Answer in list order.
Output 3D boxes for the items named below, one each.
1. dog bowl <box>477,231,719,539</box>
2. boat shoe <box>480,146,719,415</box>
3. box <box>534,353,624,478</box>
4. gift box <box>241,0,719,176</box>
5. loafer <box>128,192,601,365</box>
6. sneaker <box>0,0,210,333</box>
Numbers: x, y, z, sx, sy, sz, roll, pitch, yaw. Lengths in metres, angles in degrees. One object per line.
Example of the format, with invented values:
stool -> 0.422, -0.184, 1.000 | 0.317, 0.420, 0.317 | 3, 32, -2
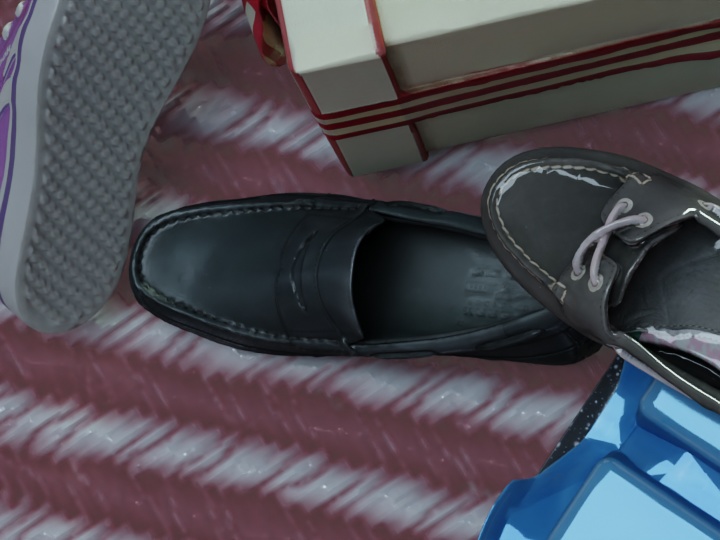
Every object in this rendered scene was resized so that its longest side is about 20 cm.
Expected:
dog bowl -> 0.124, 0.079, 0.955 | 0.111, 0.050, 0.200 | 34, 89, 19
boat shoe -> 0.123, 0.012, 0.912 | 0.200, 0.057, 0.067 | 34, 90, 19
box -> 0.151, 0.077, 0.994 | 0.136, 0.038, 0.200 | 34, 90, 18
gift box -> 0.034, -0.154, 1.002 | 0.186, 0.185, 0.201 | -13, 73, 4
loafer -> 0.000, 0.000, 1.034 | 0.200, 0.070, 0.068 | 5, 81, 17
sneaker -> -0.129, -0.088, 1.051 | 0.114, 0.072, 0.201 | 46, 124, 41
